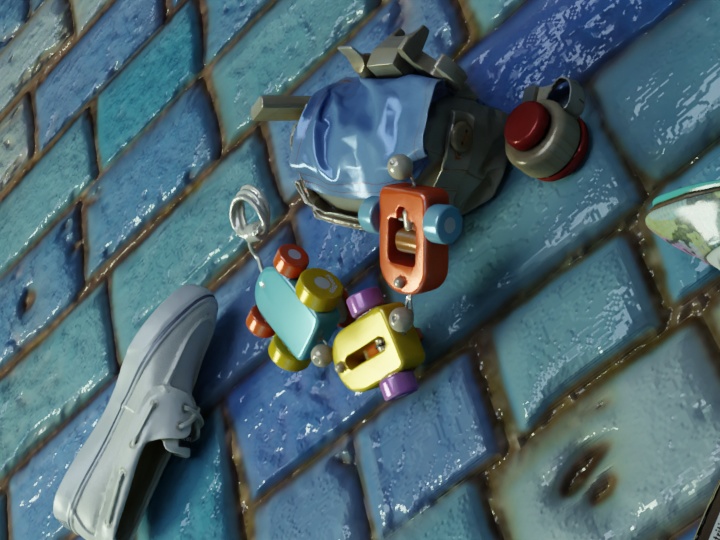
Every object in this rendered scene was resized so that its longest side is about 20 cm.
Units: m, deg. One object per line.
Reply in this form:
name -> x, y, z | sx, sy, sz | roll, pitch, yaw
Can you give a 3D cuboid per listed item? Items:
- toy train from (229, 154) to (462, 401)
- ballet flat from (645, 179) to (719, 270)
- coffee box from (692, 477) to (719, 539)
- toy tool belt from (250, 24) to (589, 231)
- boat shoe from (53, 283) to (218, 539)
toy train -> 0.000, 0.000, 0.886 | 0.199, 0.055, 0.151 | 5, 103, 49
ballet flat -> 0.228, -0.025, 0.679 | 0.199, 0.069, 0.072 | -19, 74, 40
coffee box -> 0.242, 0.121, 0.527 | 0.200, 0.113, 0.080 | 18, 81, 52
toy tool belt -> 0.030, -0.090, 0.883 | 0.199, 0.123, 0.126 | -5, 64, 46
boat shoe -> -0.145, 0.109, 1.014 | 0.070, 0.071, 0.201 | 27, 84, 24
